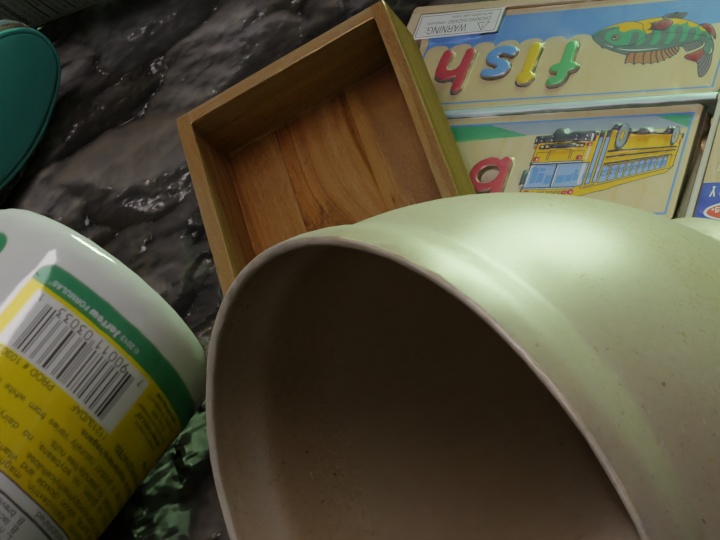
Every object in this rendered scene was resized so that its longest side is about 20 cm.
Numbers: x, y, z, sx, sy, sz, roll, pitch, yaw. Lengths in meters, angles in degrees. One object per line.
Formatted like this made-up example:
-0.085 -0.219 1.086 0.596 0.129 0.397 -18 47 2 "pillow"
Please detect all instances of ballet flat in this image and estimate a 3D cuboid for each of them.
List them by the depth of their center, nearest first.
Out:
-0.206 -0.034 0.898 0.074 0.074 0.200 2 49 32 "ballet flat"

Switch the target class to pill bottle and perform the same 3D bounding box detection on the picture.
-0.155 0.084 0.718 0.113 0.113 0.200 18 62 41 "pill bottle"

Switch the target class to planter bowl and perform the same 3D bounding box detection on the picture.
0.067 0.062 0.568 0.135 0.200 0.200 -24 34 -33 "planter bowl"

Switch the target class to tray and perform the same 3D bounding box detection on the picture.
0.000 0.000 0.731 0.099 0.037 0.200 -29 51 14 "tray"

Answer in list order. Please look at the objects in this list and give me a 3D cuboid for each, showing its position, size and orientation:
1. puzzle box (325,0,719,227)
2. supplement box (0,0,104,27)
0.092 -0.056 0.764 0.200 0.025 0.133 -2 51 30 "puzzle box"
-0.136 -0.205 0.974 0.200 0.074 0.126 -17 71 16 "supplement box"
